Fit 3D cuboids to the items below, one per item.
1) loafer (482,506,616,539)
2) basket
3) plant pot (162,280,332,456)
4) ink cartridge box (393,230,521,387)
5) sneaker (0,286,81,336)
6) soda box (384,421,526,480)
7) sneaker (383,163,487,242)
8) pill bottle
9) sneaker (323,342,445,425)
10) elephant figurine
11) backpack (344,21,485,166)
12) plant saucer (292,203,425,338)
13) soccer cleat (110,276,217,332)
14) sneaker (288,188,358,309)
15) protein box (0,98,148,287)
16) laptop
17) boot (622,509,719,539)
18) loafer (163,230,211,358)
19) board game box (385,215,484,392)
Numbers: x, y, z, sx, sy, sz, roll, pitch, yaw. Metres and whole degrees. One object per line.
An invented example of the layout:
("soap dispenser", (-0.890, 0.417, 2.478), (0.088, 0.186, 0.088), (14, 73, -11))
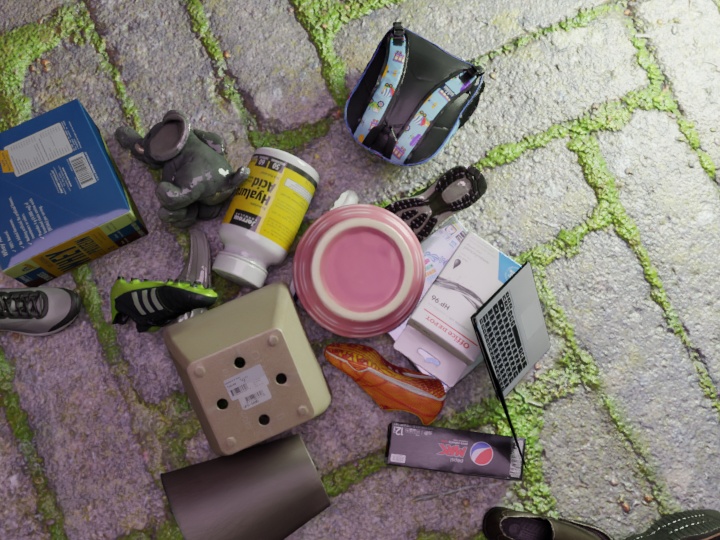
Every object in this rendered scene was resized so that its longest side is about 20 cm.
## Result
("loafer", (0.277, 0.393, 1.313), (0.199, 0.071, 0.073), (10, 78, 1))
("basket", (-0.155, 0.325, 1.290), (0.200, 0.136, 0.181), (-25, 93, -10))
("plant pot", (-0.154, 0.151, 1.273), (0.199, 0.177, 0.200), (-22, 99, -5))
("ink cartridge box", (0.149, 0.059, 1.338), (0.116, 0.068, 0.200), (34, 80, 5))
("sneaker", (-0.522, 0.060, 1.362), (0.200, 0.079, 0.074), (-4, 77, -4))
("soda box", (0.138, 0.266, 1.336), (0.199, 0.071, 0.064), (8, 77, 0))
("sneaker", (0.109, -0.100, 1.417), (0.200, 0.089, 0.077), (-28, 97, 17))
("pill bottle", (-0.148, -0.076, 1.382), (0.111, 0.111, 0.200), (21, 79, 3))
("sneaker", (0.028, 0.169, 1.352), (0.200, 0.073, 0.077), (27, 116, 20))
("elephant figurine", (-0.278, -0.180, 1.391), (0.155, 0.142, 0.200), (-15, 70, -20))
("backpack", (0.074, -0.249, 1.410), (0.182, 0.135, 0.200), (29, 79, 4))
("plant saucer", (0.000, 0.000, 1.341), (0.200, 0.051, 0.201), (0, 87, -6))
("soccer cleat", (-0.287, 0.052, 1.324), (0.200, 0.067, 0.081), (1, 86, 34))
("sneaker", (-0.043, -0.029, 1.400), (0.080, 0.076, 0.200), (25, 86, -4))
("protein box", (-0.462, -0.112, 1.369), (0.200, 0.135, 0.199), (-26, 80, -7))
("laptop", (0.233, 0.131, 1.277), (0.200, 0.188, 0.116), (-43, 44, -22))
("boot", (0.458, 0.441, 1.321), (0.199, 0.077, 0.139), (-15, 99, -14))
("loafer", (-0.262, 0.037, 1.377), (0.070, 0.070, 0.201), (4, 79, -9))
("board game box", (0.132, 0.055, 1.395), (0.199, 0.043, 0.200), (-39, 82, -9))
